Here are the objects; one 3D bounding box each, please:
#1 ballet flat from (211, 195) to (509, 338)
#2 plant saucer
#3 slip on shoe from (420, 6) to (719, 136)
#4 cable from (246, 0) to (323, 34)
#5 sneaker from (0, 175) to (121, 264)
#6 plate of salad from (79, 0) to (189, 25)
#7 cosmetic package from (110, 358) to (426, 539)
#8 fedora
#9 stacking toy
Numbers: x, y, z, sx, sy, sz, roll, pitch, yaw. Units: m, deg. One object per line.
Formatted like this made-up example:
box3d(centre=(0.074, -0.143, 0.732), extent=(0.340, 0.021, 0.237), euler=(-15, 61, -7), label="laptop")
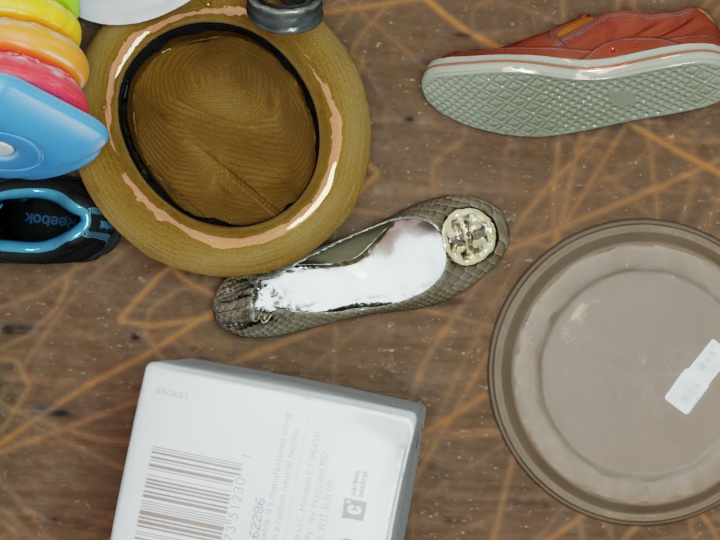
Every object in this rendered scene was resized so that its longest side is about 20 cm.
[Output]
box3d(centre=(0.000, 0.000, 1.632), extent=(0.200, 0.046, 0.067), euler=(-15, 89, 2), label="ballet flat")
box3d(centre=(0.182, 0.066, 1.634), extent=(0.200, 0.029, 0.200), euler=(0, 88, 2), label="plant saucer")
box3d(centre=(0.139, -0.132, 1.626), extent=(0.200, 0.074, 0.061), euler=(-7, 54, 8), label="slip on shoe")
box3d(centre=(-0.058, -0.202, 1.576), extent=(0.097, 0.200, 0.050), euler=(7, 113, 2), label="cable")
box3d(centre=(-0.256, -0.040, 1.626), extent=(0.200, 0.082, 0.073), euler=(-1, 91, 4), label="sneaker")
box3d(centre=(-0.126, -0.246, 1.614), extent=(0.200, 0.048, 0.200), euler=(-13, 64, 30), label="plate of salad")
box3d(centre=(-0.056, 0.149, 1.555), extent=(0.166, 0.200, 0.167), euler=(10, 90, 3), label="cosmetic package")
box3d(centre=(-0.086, -0.090, 1.621), extent=(0.201, 0.082, 0.201), euler=(0, 85, 6), label="fedora")
box3d(centre=(-0.214, -0.166, 1.566), extent=(0.116, 0.110, 0.200), euler=(-12, 64, 37), label="stacking toy")
